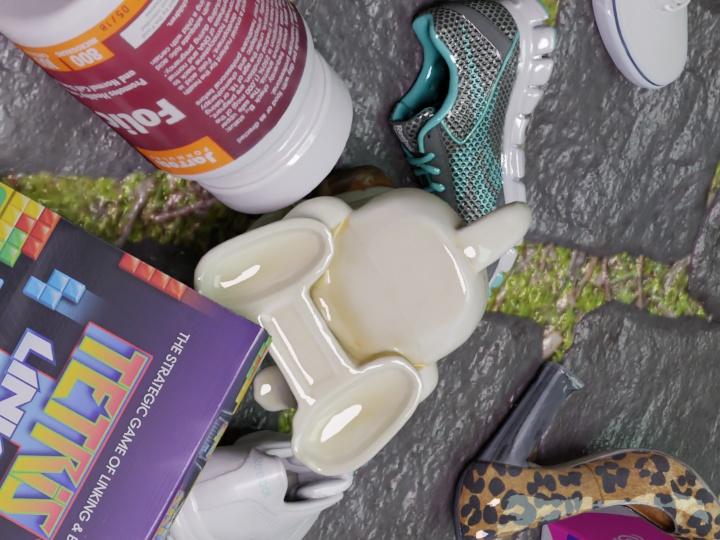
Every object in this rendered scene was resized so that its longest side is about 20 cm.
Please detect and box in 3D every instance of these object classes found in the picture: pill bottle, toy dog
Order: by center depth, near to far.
[{"bbox_3d":[-0.095,-0.118,1.189,0.200,0.114,0.115,42,77,-45],"label":"pill bottle"},{"bbox_3d":[0.000,0.000,1.299,0.194,0.200,0.140,-41,95,5],"label":"toy dog"}]

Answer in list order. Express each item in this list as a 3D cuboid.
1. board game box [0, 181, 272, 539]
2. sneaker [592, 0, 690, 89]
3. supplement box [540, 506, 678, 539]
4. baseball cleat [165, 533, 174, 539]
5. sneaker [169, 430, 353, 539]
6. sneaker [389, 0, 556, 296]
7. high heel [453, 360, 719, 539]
[{"bbox_3d":[-0.164,0.080,1.169,0.201,0.165,0.057,-62,172,-6],"label":"board game box"},{"bbox_3d":[0.194,-0.204,1.475,0.073,0.071,0.201,-33,128,-31],"label":"sneaker"},{"bbox_3d":[0.189,0.275,1.653,0.103,0.101,0.201,-11,114,-41],"label":"supplement box"},{"bbox_3d":[-0.113,0.206,1.354,0.106,0.070,0.201,-32,118,-24],"label":"baseball cleat"},{"bbox_3d":[-0.040,0.124,1.321,0.200,0.088,0.076,-1,73,-73],"label":"sneaker"},{"bbox_3d":[0.055,-0.075,1.404,0.091,0.077,0.201,1,103,-29],"label":"sneaker"},{"bbox_3d":[0.160,0.177,1.557,0.200,0.071,0.143,40,70,-7],"label":"high heel"}]
